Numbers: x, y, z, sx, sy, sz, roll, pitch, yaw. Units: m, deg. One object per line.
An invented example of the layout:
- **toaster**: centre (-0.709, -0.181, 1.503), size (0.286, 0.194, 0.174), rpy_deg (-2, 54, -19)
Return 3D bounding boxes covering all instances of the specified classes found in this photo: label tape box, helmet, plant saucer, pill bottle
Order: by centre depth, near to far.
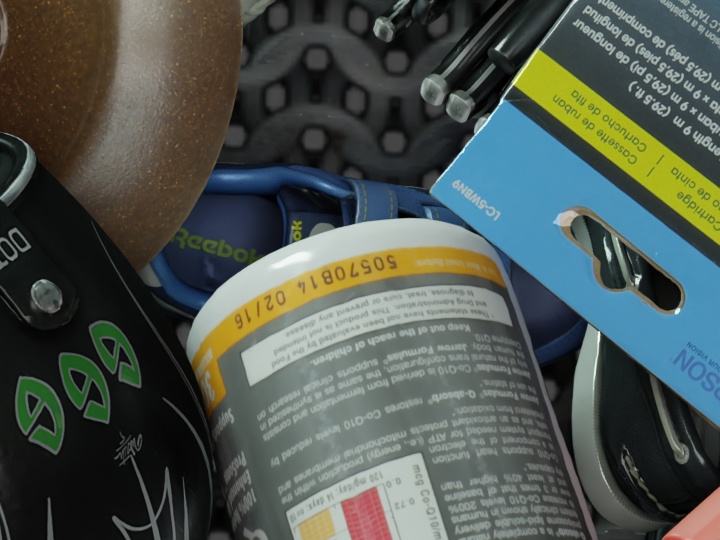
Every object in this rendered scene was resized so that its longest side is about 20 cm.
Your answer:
- **helmet**: centre (-0.144, 0.069, 0.811), size (0.199, 0.200, 0.191), rpy_deg (-20, 111, -3)
- **pill bottle**: centre (0.019, 0.094, 0.812), size (0.116, 0.116, 0.201), rpy_deg (-16, 65, -3)
- **label tape box**: centre (0.143, -0.060, 0.853), size (0.144, 0.063, 0.200), rpy_deg (40, 96, 18)
- **plant saucer**: centre (-0.132, -0.083, 0.888), size (0.200, 0.037, 0.202), rpy_deg (0, 89, 32)

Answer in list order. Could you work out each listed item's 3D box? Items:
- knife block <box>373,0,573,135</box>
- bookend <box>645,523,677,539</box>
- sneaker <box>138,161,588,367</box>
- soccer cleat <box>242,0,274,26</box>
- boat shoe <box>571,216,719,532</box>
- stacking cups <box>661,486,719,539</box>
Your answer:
- **knife block**: centre (0.101, -0.137, 0.914), size (0.199, 0.064, 0.176), rpy_deg (-4, 69, -3)
- **bookend**: centre (0.206, 0.142, 0.864), size (0.198, 0.200, 0.093), rpy_deg (13, 87, -2)
- **sneaker**: centre (0.000, 0.000, 0.921), size (0.199, 0.082, 0.074), rpy_deg (6, 86, -5)
- **soccer cleat**: centre (-0.062, -0.109, 0.927), size (0.077, 0.069, 0.201), rpy_deg (27, 83, 16)
- **boat shoe**: centre (0.116, -0.007, 0.911), size (0.075, 0.060, 0.201), rpy_deg (7, 71, -35)
- **stacking cups**: centre (0.183, 0.048, 0.832), size (0.200, 0.060, 0.061), rpy_deg (-38, 89, -24)
